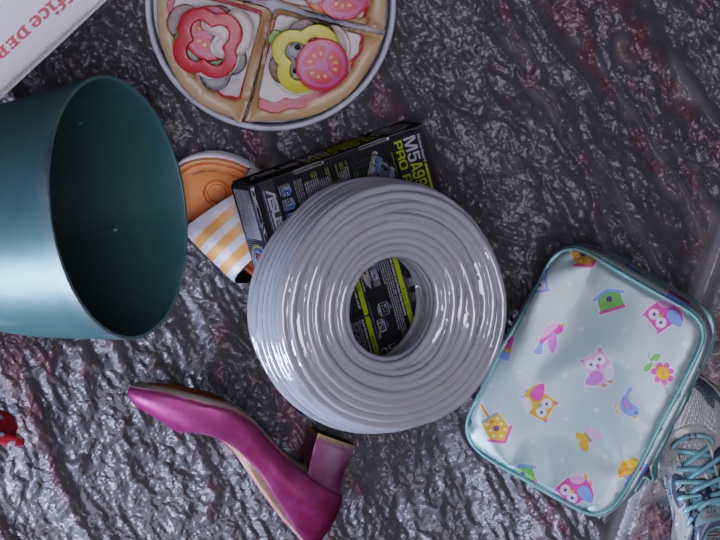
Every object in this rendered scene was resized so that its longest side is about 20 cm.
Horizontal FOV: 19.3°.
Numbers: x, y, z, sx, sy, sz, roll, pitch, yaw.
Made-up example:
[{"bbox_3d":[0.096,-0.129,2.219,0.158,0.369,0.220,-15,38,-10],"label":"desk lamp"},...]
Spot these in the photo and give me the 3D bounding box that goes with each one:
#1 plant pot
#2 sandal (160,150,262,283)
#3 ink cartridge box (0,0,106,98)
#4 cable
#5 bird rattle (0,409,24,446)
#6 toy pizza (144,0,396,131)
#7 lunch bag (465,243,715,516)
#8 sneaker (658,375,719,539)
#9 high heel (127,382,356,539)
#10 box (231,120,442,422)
[{"bbox_3d":[-0.251,-0.041,1.628,0.161,0.201,0.201,-6,104,25],"label":"plant pot"},{"bbox_3d":[-0.071,-0.016,1.701,0.207,0.059,0.079,42,98,-9],"label":"sandal"},{"bbox_3d":[-0.301,-0.248,1.632,0.147,0.083,0.200,-41,100,8],"label":"ink cartridge box"},{"bbox_3d":[0.015,0.029,1.630,0.200,0.069,0.200,-34,109,-19],"label":"cable"},{"bbox_3d":[-0.338,0.054,1.660,0.113,0.163,0.200,-36,120,29],"label":"bird rattle"},{"bbox_3d":[-0.071,-0.208,1.672,0.200,0.032,0.201,0,103,-1],"label":"toy pizza"},{"bbox_3d":[0.188,0.092,1.705,0.160,0.077,0.200,28,102,10],"label":"lunch bag"},{"bbox_3d":[0.287,0.182,1.739,0.077,0.086,0.201,-13,102,2],"label":"sneaker"},{"bbox_3d":[-0.107,0.158,1.736,0.200,0.067,0.096,19,91,-19],"label":"high heel"},{"bbox_3d":[0.000,0.000,1.683,0.160,0.044,0.200,-22,104,-23],"label":"box"}]
